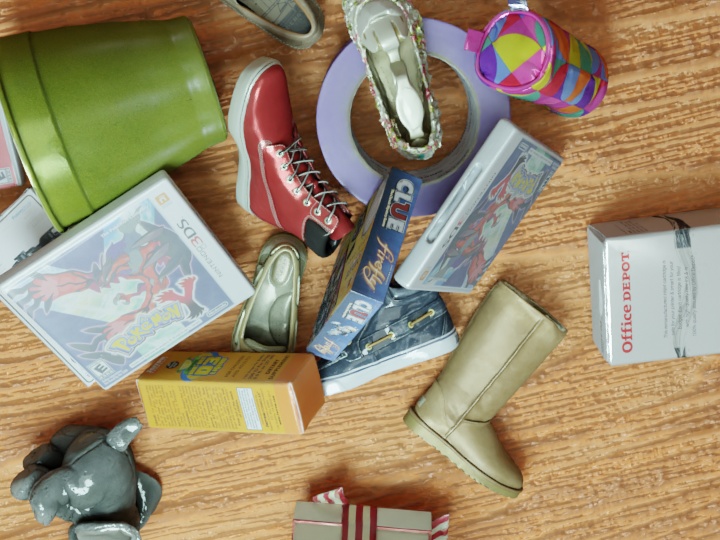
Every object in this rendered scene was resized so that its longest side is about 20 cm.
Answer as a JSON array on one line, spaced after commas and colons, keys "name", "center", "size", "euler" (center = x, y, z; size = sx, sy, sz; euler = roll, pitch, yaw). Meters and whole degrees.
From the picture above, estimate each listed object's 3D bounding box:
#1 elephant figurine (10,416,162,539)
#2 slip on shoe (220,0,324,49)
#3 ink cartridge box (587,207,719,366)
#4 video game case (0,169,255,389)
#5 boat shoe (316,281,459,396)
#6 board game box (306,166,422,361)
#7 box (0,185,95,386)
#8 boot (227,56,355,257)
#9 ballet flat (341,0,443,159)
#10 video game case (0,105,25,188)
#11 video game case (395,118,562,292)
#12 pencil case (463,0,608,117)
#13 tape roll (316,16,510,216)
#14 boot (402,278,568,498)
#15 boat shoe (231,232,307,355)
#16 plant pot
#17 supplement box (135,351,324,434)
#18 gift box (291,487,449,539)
[{"name": "elephant figurine", "center": [-0.294, 0.280, 1.158], "size": [0.142, 0.154, 0.201], "euler": [-45, 119, -33]}, {"name": "slip on shoe", "center": [-0.121, -0.299, 1.025], "size": [0.200, 0.061, 0.076], "euler": [40, 101, -11]}, {"name": "ink cartridge box", "center": [0.356, 0.014, 1.105], "size": [0.198, 0.084, 0.146], "euler": [-7, 105, 0]}, {"name": "video game case", "center": [-0.234, 0.016, 1.035], "size": [0.199, 0.023, 0.183], "euler": [-32, 131, 2]}, {"name": "boat shoe", "center": [0.005, 0.072, 1.129], "size": [0.198, 0.071, 0.092], "euler": [-20, 97, 1]}, {"name": "board game box", "center": [0.000, 0.000, 1.015], "size": [0.034, 0.200, 0.137], "euler": [21, 66, -7]}, {"name": "box", "center": [-0.324, 0.013, 1.106], "size": [0.116, 0.060, 0.200], "euler": [-41, 102, 9]}, {"name": "boot", "center": [-0.059, -0.107, 1.007], "size": [0.144, 0.072, 0.201], "euler": [34, 145, 25]}, {"name": "ballet flat", "center": [0.036, -0.201, 0.967], "size": [0.075, 0.064, 0.202], "euler": [-21, 104, 5]}, {"name": "video game case", "center": [-0.475, -0.146, 1.082], "size": [0.198, 0.017, 0.144], "euler": [-9, 105, 2]}, {"name": "video game case", "center": [0.126, -0.057, 1.025], "size": [0.023, 0.200, 0.183], "euler": [38, 103, 20]}, {"name": "pencil case", "center": [0.180, -0.203, 0.991], "size": [0.088, 0.199, 0.089], "euler": [-1, 88, 30]}, {"name": "tape roll", "center": [0.053, -0.163, 1.053], "size": [0.198, 0.085, 0.202], "euler": [0, 105, 0]}, {"name": "boot", "center": [0.168, 0.140, 1.147], "size": [0.175, 0.066, 0.201], "euler": [35, 100, -10]}, {"name": "boat shoe", "center": [-0.102, 0.060, 1.120], "size": [0.072, 0.063, 0.203], "euler": [16, 104, -5]}, {"name": "plant pot", "center": [-0.240, -0.163, 1.006], "size": [0.191, 0.200, 0.202], "euler": [-19, 105, -8]}, {"name": "supplement box", "center": [-0.143, 0.132, 1.099], "size": [0.198, 0.067, 0.069], "euler": [-4, 115, 24]}, {"name": "gift box", "center": [0.004, 0.362, 1.137], "size": [0.182, 0.187, 0.202], "euler": [8, 120, -1]}]
